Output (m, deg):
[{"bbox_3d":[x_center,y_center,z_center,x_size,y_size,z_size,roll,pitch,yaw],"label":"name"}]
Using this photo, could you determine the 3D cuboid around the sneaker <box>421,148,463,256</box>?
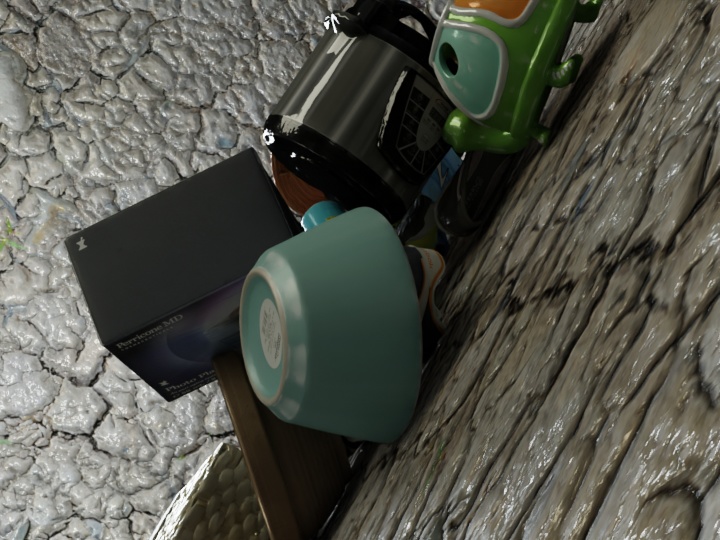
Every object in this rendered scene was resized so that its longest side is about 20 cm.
[{"bbox_3d":[0.095,-0.099,1.809,0.079,0.089,0.201,86,-176,-49],"label":"sneaker"}]

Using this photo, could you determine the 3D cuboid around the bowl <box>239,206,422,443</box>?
[{"bbox_3d":[-0.036,0.051,1.301,0.201,0.104,0.203,174,90,-68],"label":"bowl"}]

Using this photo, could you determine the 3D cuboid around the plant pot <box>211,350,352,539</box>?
[{"bbox_3d":[-0.066,0.161,1.449,0.092,0.203,0.201,-20,-3,-7],"label":"plant pot"}]

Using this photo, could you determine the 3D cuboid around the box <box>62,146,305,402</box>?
[{"bbox_3d":[-0.144,0.011,1.468,0.199,0.124,0.199,-26,-24,2],"label":"box"}]

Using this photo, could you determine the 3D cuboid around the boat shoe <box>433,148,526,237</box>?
[{"bbox_3d":[0.137,-0.124,1.552,0.201,0.067,0.057,-65,20,-14],"label":"boat shoe"}]

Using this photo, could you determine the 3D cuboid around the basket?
[{"bbox_3d":[-0.141,0.286,1.549,0.124,0.135,0.200,-56,5,31],"label":"basket"}]

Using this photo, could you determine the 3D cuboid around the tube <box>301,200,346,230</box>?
[{"bbox_3d":[0.000,0.000,1.530,0.200,0.077,0.051,51,137,50],"label":"tube"}]

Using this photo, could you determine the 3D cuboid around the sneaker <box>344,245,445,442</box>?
[{"bbox_3d":[0.029,0.067,1.385,0.079,0.079,0.201,52,140,42],"label":"sneaker"}]

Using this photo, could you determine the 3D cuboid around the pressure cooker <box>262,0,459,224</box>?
[{"bbox_3d":[0.017,-0.170,1.565,0.201,0.178,0.176,-56,-1,-10],"label":"pressure cooker"}]

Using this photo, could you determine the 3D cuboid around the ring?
[{"bbox_3d":[-0.020,-0.151,1.686,0.200,0.019,0.202,-27,-52,-41],"label":"ring"}]

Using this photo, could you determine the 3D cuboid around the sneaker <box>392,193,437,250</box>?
[{"bbox_3d":[0.056,-0.015,1.652,0.076,0.076,0.200,-64,2,-28],"label":"sneaker"}]

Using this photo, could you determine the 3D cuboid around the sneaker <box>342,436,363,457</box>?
[{"bbox_3d":[0.001,0.112,1.554,0.200,0.076,0.116,-47,3,27],"label":"sneaker"}]

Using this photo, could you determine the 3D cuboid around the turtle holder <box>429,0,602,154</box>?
[{"bbox_3d":[0.135,-0.195,1.440,0.186,0.131,0.142,90,-158,-72],"label":"turtle holder"}]
